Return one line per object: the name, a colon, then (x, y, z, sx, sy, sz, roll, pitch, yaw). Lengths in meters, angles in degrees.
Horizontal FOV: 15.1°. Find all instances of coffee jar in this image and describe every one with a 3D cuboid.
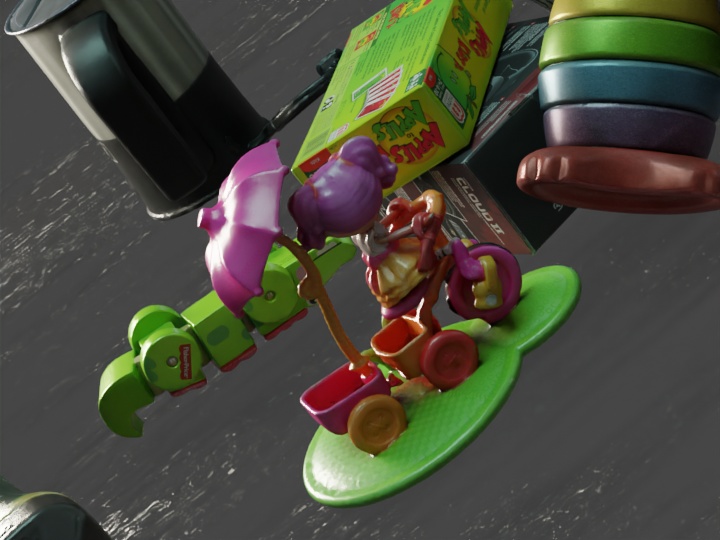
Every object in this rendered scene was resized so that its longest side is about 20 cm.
coffee jar: (-0.221, 0.177, 1.641, 0.104, 0.085, 0.200, -46, 24, -19)

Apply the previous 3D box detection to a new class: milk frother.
milk frother: (-0.124, -0.164, 2.016, 0.200, 0.188, 0.180, -40, 23, -7)

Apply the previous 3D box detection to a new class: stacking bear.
stacking bear: (0.155, -0.138, 1.525, 0.121, 0.201, 0.114, 5, -5, 1)

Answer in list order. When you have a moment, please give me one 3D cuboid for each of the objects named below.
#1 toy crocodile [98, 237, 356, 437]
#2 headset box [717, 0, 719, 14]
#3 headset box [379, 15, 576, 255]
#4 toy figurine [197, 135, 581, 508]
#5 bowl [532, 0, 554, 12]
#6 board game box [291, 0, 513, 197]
toy crocodile: (-0.087, 0.036, 1.761, 0.200, 0.062, 0.068, -34, 22, -3)
headset box: (0.291, -0.187, 1.568, 0.174, 0.093, 0.200, -38, 22, -2)
headset box: (0.093, -0.084, 1.665, 0.149, 0.077, 0.200, -46, 19, -20)
toy figurine: (0.000, 0.000, 1.523, 0.200, 0.184, 0.150, -40, 22, -7)
bowl: (0.201, -0.206, 1.737, 0.200, 0.094, 0.201, -32, 24, 16)
board game box: (0.029, -0.115, 1.667, 0.101, 0.048, 0.200, -31, 19, 25)
